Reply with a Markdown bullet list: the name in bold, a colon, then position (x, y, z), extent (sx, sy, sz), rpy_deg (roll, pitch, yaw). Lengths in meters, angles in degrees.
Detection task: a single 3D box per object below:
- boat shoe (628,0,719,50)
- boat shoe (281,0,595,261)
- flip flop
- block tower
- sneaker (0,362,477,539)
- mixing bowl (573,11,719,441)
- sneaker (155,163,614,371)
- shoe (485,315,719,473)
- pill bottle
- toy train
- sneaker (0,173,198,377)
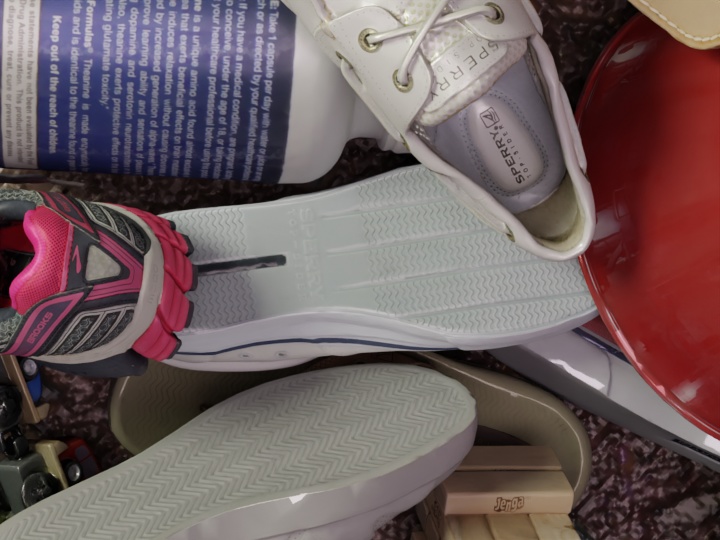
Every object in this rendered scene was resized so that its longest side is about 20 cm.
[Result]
- **boat shoe**: position (0.062, -0.146, 0.706), extent (0.200, 0.074, 0.069), rpy_deg (49, 53, -5)
- **boat shoe**: position (0.028, -0.078, 0.694), extent (0.071, 0.069, 0.200), rpy_deg (-38, 127, 5)
- **flip flop**: position (-0.002, 0.064, 0.845), extent (0.200, 0.058, 0.081), rpy_deg (15, 101, -4)
- **block tower**: position (0.040, 0.170, 0.852), extent (0.058, 0.054, 0.200), rpy_deg (2, 117, -13)
- **sneaker**: position (-0.043, 0.116, 0.793), extent (0.200, 0.074, 0.116), rpy_deg (-22, 127, -19)
- **mixing bowl**: position (0.187, -0.035, 0.771), extent (0.200, 0.108, 0.201), rpy_deg (6, 72, -21)
- **sneaker**: position (0.000, 0.000, 0.806), extent (0.199, 0.071, 0.073), rpy_deg (-1, 79, -2)
- **shoe**: position (0.143, 0.028, 0.852), extent (0.200, 0.071, 0.091), rpy_deg (26, 82, -4)
- **pill bottle**: position (-0.061, -0.089, 0.777), extent (0.199, 0.111, 0.111), rpy_deg (3, 103, -6)
- **toy train**: position (-0.124, 0.091, 0.848), extent (0.046, 0.034, 0.200), rpy_deg (-34, 111, -41)
- **sneaker**: position (-0.156, -0.004, 0.765), extent (0.200, 0.075, 0.081), rpy_deg (-3, 76, 34)
